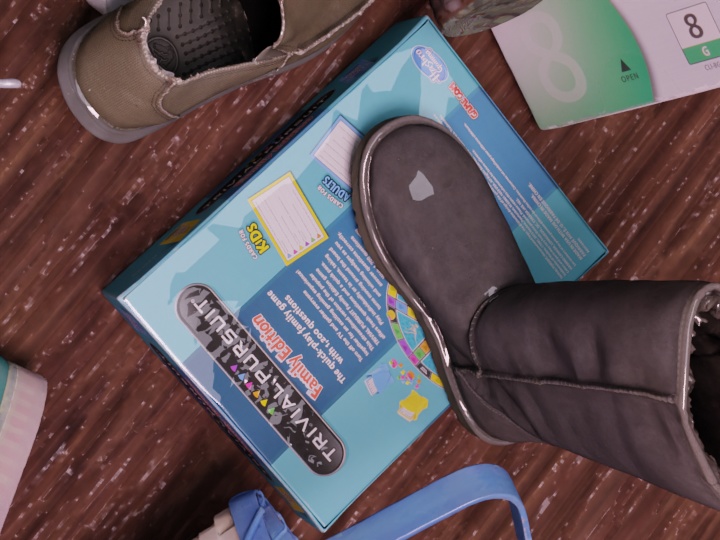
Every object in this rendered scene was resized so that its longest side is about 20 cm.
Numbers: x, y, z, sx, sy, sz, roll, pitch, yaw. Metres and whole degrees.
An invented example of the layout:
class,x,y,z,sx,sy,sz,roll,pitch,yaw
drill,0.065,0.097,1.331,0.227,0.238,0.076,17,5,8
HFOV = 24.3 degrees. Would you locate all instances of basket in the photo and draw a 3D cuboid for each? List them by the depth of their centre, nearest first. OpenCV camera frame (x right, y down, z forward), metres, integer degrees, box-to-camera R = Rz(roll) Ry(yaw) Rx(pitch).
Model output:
class,x,y,z,sx,sy,sz,roll,pitch,yaw
basket,-0.009,0.169,0.744,0.199,0.140,0.177,-22,141,0

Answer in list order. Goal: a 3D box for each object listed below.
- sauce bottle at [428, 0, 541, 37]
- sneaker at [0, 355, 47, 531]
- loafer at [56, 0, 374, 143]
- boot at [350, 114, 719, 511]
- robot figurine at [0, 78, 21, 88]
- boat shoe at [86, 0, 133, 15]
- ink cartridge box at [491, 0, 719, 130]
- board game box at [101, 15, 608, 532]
class,x,y,z,sx,sy,sz,roll,pitch,yaw
sauce bottle,0.031,-0.213,0.785,0.064,0.065,0.201,-19,85,-17
sneaker,-0.198,0.113,0.702,0.080,0.071,0.201,29,47,-21
loafer,-0.044,-0.121,0.760,0.200,0.070,0.075,-41,106,-31
boot,0.083,0.013,0.709,0.072,0.200,0.182,-32,103,-15
robot figurine,-0.241,-0.108,0.688,0.200,0.113,0.170,35,80,-17
boat shoe,-0.080,-0.211,0.769,0.063,0.071,0.201,31,91,15
ink cartridge box,0.103,-0.172,0.776,0.050,0.161,0.201,-37,104,-29
board game box,0.000,0.000,0.810,0.200,0.047,0.151,-43,105,-12
